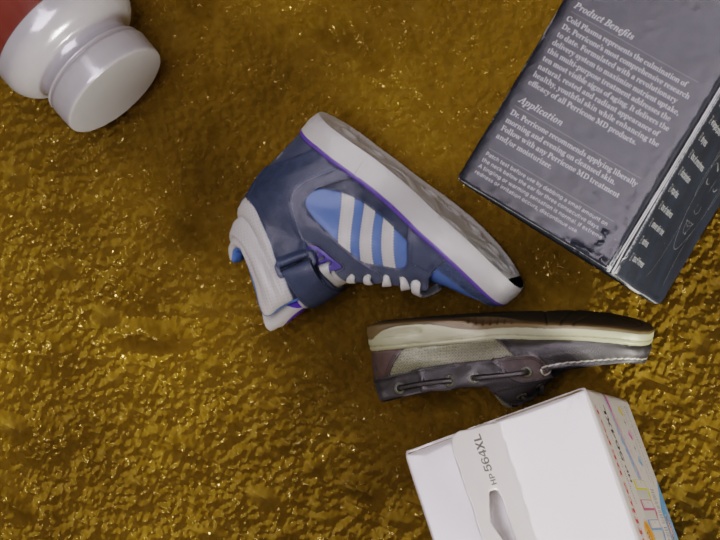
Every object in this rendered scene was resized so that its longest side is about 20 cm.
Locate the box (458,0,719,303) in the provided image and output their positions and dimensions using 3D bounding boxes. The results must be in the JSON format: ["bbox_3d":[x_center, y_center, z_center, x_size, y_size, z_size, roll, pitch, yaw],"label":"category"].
[{"bbox_3d":[0.182,-0.099,1.383,0.124,0.200,0.197,33,93,17],"label":"box"}]

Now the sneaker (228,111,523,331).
[{"bbox_3d":[0.000,0.000,1.493,0.200,0.081,0.147,40,103,13],"label":"sneaker"}]

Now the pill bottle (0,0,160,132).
[{"bbox_3d":[-0.241,-0.201,1.559,0.112,0.112,0.200,-44,75,7],"label":"pill bottle"}]

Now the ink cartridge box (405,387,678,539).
[{"bbox_3d":[0.122,0.158,1.371,0.125,0.200,0.129,-22,79,12],"label":"ink cartridge box"}]

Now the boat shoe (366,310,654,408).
[{"bbox_3d":[0.104,0.062,1.461,0.200,0.073,0.065,-1,95,19],"label":"boat shoe"}]
